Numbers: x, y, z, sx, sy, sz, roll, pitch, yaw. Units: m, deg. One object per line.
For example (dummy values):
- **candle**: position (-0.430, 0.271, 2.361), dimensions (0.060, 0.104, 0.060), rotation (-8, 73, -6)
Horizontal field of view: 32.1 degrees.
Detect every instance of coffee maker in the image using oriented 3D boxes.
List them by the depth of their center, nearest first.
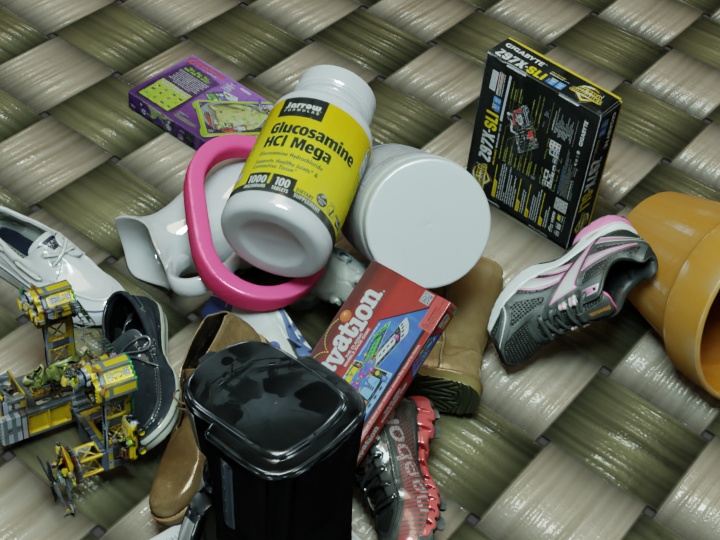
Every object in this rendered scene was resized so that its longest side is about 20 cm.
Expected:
- **coffee maker**: position (-0.052, 0.177, 1.005), dimensions (0.190, 0.201, 0.135), rotation (15, 43, 10)

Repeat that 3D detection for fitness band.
- **fitness band**: position (-0.106, -0.052, 1.274), dimensions (0.142, 0.037, 0.202), rotation (-1, 61, -21)

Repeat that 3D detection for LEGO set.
- **LEGO set**: position (-0.289, 0.111, 1.144), dimensions (0.115, 0.155, 0.200), rotation (-18, 47, -30)

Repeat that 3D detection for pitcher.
- **pitcher**: position (-0.140, -0.042, 1.341), dimensions (0.199, 0.122, 0.171), rotation (-26, 36, -23)

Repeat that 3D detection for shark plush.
- **shark plush**: position (0.000, 0.000, 1.314), dimensions (0.083, 0.092, 0.199), rotation (4, -2, -38)

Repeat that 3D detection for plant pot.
- **plant pot**: position (0.370, 0.008, 1.333), dimensions (0.199, 0.202, 0.183), rotation (-17, 32, -24)

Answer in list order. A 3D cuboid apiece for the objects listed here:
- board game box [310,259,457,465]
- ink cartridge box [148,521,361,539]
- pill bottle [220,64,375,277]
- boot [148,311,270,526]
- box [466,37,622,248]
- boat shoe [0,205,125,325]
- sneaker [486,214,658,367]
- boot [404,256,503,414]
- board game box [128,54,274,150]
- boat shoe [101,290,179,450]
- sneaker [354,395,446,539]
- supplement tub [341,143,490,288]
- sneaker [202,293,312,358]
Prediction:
- **board game box**: position (-0.005, 0.095, 1.148), dimensions (0.103, 0.019, 0.201), rotation (28, 82, 38)
- **ink cartridge box**: position (-0.087, 0.274, 1.076), dimensions (0.199, 0.045, 0.176), rotation (-26, 52, -30)
- **pill bottle**: position (-0.053, -0.103, 1.234), dimensions (0.111, 0.113, 0.201), rotation (15, 56, 8)
- **boot**: position (-0.150, 0.129, 1.130), dimensions (0.073, 0.076, 0.201), rotation (2, 58, 36)
- **box**: position (0.206, -0.144, 1.445), dimensions (0.159, 0.201, 0.049), rotation (36, 51, 27)
- **boat shoe**: position (-0.331, -0.008, 1.324), dimensions (0.199, 0.066, 0.074), rotation (23, 45, 16)
- **sneaker**: position (0.219, 0.026, 1.282), dimensions (0.200, 0.080, 0.086), rotation (-44, 35, 0)
- **boot**: position (0.058, 0.054, 1.322), dimensions (0.173, 0.066, 0.201), rotation (16, 42, -2)
- **board game box**: position (-0.180, -0.195, 1.570), dimensions (0.199, 0.032, 0.120), rotation (33, 53, 24)
- **boat shoe**: position (-0.219, 0.094, 1.217), dimensions (0.074, 0.062, 0.201), rotation (-37, 39, 16)
- **sneaker**: position (0.024, 0.187, 1.149), dimensions (0.097, 0.071, 0.201), rotation (24, 37, -21)
- **supplement tub**: position (0.049, -0.060, 1.293), dimensions (0.131, 0.133, 0.200), rotation (-2, 10, -10)
- **sneaker**: position (-0.108, 0.099, 1.232), dimensions (0.115, 0.081, 0.199), rotation (-27, 55, -34)
